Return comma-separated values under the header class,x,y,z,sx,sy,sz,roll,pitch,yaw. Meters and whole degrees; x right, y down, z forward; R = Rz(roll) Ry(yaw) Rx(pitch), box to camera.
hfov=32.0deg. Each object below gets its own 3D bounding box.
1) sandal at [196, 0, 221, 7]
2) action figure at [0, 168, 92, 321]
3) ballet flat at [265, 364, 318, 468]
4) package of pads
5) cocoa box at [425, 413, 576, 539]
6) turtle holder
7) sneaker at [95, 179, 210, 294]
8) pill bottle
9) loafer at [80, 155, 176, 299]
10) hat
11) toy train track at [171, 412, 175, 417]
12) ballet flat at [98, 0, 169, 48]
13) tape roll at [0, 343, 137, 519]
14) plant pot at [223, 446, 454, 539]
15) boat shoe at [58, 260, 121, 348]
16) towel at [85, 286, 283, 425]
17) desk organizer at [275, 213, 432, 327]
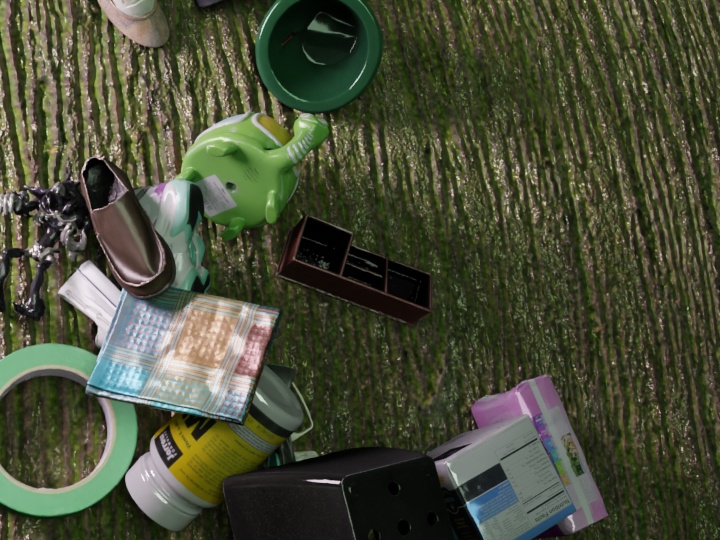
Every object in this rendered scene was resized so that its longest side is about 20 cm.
class,x,y,z,sx,sy,sz,roll,pitch,yaw
sandal,-0.134,-0.410,1.684,0.200,0.076,0.043,-29,111,-23
action figure,-0.377,-0.044,1.497,0.118,0.102,0.201,20,71,2
ballet flat,-0.087,0.212,1.529,0.068,0.068,0.201,-9,92,-14
package of pads,0.227,0.243,1.614,0.075,0.120,0.201,-19,82,-27
cocoa box,0.144,0.273,1.534,0.133,0.200,0.132,-26,85,-23
turtle holder,-0.137,-0.142,1.563,0.141,0.186,0.132,31,42,-2
sneaker,-0.261,-0.008,1.536,0.139,0.078,0.201,-1,89,15
pill bottle,-0.171,0.201,1.456,0.114,0.114,0.200,45,98,-3
loafer,-0.281,-0.052,1.454,0.073,0.071,0.200,-33,64,-3
hat,-0.043,-0.326,1.729,0.165,0.176,0.200,38,105,-8
toy train track,-0.185,0.139,1.554,0.199,0.033,0.115,5,67,-23
ballet flat,-0.317,-0.377,1.622,0.068,0.067,0.200,-41,92,-23
tape roll,-0.363,0.188,1.469,0.199,0.048,0.202,5,74,-18
plant pot,-0.007,0.295,1.385,0.199,0.177,0.201,-6,77,-39
boat shoe,-0.285,0.075,1.500,0.065,0.074,0.200,-43,64,-8
towel,-0.201,0.090,1.417,0.199,0.022,0.147,9,66,18
desk organizer,0.000,0.000,1.624,0.199,0.077,0.072,21,70,-13
